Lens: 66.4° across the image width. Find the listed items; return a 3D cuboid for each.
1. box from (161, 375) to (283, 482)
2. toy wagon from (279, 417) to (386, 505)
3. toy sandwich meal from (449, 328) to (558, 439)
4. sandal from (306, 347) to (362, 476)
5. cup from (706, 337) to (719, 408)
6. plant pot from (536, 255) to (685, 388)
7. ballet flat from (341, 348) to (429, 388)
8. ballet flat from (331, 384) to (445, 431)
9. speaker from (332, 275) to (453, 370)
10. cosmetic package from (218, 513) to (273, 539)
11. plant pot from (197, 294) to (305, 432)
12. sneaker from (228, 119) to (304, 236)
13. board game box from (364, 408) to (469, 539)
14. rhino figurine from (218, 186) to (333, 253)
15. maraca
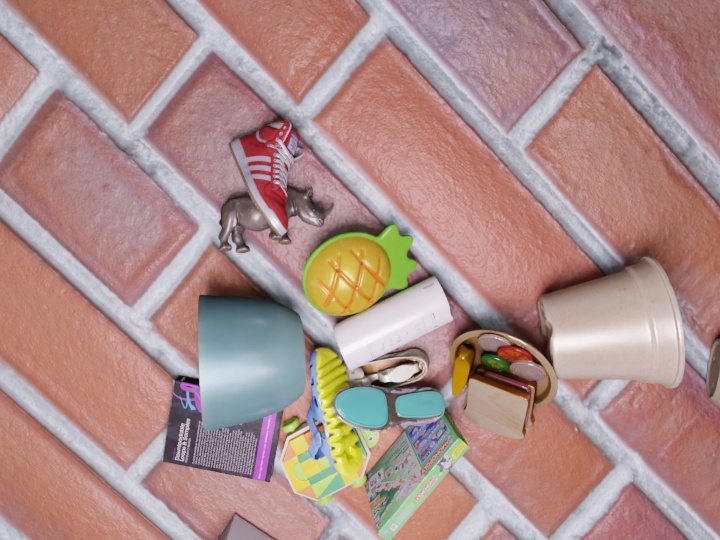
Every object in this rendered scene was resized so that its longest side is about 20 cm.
[{"bbox_3d":[-0.236,0.273,0.954,0.192,0.036,0.149,12,96,-4],"label":"box"},{"bbox_3d":[-0.043,0.310,0.962,0.195,0.040,0.159,-26,98,2],"label":"toy wagon"},{"bbox_3d":[0.223,0.184,0.895,0.204,0.205,0.071,40,52,-5],"label":"toy sandwich meal"},{"bbox_3d":[-0.060,0.232,0.901,0.085,0.078,0.208,-16,79,37],"label":"sandal"},{"bbox_3d":[0.660,0.178,0.905,0.138,0.199,0.209,8,98,22],"label":"cup"},{"bbox_3d":[0.386,0.093,0.885,0.176,0.200,0.208,-9,98,11],"label":"plant pot"},{"bbox_3d":[0.024,0.177,0.935,0.193,0.062,0.070,-18,94,1],"label":"ballet flat"},{"bbox_3d":[0.042,0.227,0.901,0.193,0.072,0.075,4,98,-17],"label":"ballet flat"},{"bbox_3d":[0.052,0.088,0.914,0.195,0.081,0.083,-26,98,1],"label":"speaker"},{"bbox_3d":[-0.200,0.582,0.951,0.197,0.123,0.202,34,95,-7],"label":"cosmetic package"},{"bbox_3d":[-0.168,0.137,0.863,0.155,0.200,0.209,-2,98,-13],"label":"plant pot"},{"bbox_3d":[-0.125,-0.153,0.847,0.110,0.072,0.203,-28,60,-2],"label":"sneaker"},{"bbox_3d":[0.086,0.325,0.919,0.029,0.135,0.201,37,96,-18],"label":"board game box"},{"bbox_3d":[-0.138,-0.090,0.895,0.192,0.060,0.091,-11,79,-2],"label":"rhino figurine"},{"bbox_3d":[0.000,0.000,0.891,0.193,0.107,0.141,-19,120,-9],"label":"maraca"}]
